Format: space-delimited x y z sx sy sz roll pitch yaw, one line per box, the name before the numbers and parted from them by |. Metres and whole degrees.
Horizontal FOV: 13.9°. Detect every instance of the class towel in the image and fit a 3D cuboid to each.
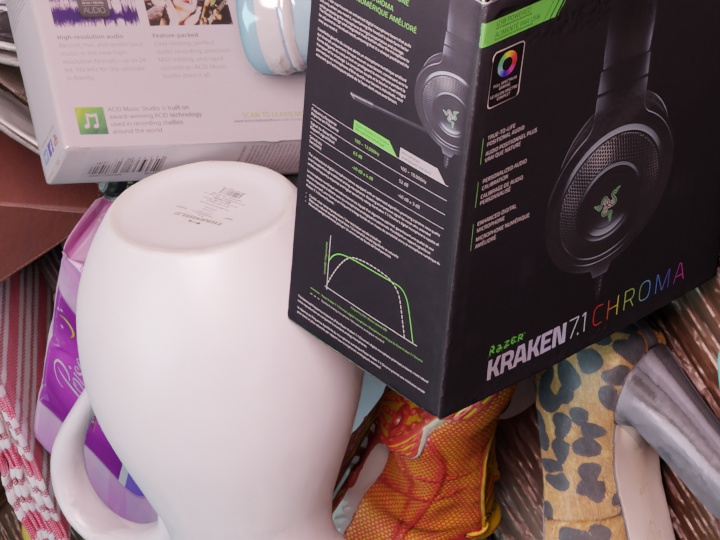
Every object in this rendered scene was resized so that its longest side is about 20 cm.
towel | -0.187 0.037 1.552 0.200 0.030 0.147 74 -171 -46

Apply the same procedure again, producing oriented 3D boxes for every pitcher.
pitcher | -0.076 0.055 1.284 0.171 0.121 0.201 12 126 30

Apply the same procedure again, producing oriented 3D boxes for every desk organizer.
desk organizer | -0.181 -0.086 1.478 0.072 0.077 0.201 117 151 -46

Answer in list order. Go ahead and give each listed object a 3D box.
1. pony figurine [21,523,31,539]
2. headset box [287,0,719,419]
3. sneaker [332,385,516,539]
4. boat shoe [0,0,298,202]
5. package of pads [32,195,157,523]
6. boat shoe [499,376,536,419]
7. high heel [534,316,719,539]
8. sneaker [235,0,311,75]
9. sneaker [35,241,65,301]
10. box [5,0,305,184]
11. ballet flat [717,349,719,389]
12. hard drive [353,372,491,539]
pony figurine | -0.111 0.235 1.586 0.200 0.166 0.194 -137 30 -60
headset box | 0.068 -0.072 1.167 0.093 0.174 0.201 32 131 35
sneaker | 0.038 0.081 1.337 0.077 0.073 0.200 22 148 -6
boat shoe | -0.098 -0.055 1.329 0.199 0.071 0.072 25 129 10
package of pads | -0.095 0.054 1.442 0.120 0.076 0.200 40 150 13
boat shoe | 0.000 0.000 1.379 0.200 0.067 0.074 47 140 24
high heel | 0.084 0.103 1.318 0.143 0.071 0.200 51 125 10
sneaker | 0.019 -0.180 1.264 0.130 0.080 0.201 1 80 12
sneaker | -0.126 -0.044 1.506 0.088 0.074 0.200 54 147 7
box | -0.088 -0.133 1.304 0.036 0.144 0.201 130 132 -54
ballet flat | 0.193 0.118 1.208 0.067 0.068 0.201 -6 108 20
hard drive | -0.015 0.111 1.491 0.200 0.027 0.132 -7 103 53
